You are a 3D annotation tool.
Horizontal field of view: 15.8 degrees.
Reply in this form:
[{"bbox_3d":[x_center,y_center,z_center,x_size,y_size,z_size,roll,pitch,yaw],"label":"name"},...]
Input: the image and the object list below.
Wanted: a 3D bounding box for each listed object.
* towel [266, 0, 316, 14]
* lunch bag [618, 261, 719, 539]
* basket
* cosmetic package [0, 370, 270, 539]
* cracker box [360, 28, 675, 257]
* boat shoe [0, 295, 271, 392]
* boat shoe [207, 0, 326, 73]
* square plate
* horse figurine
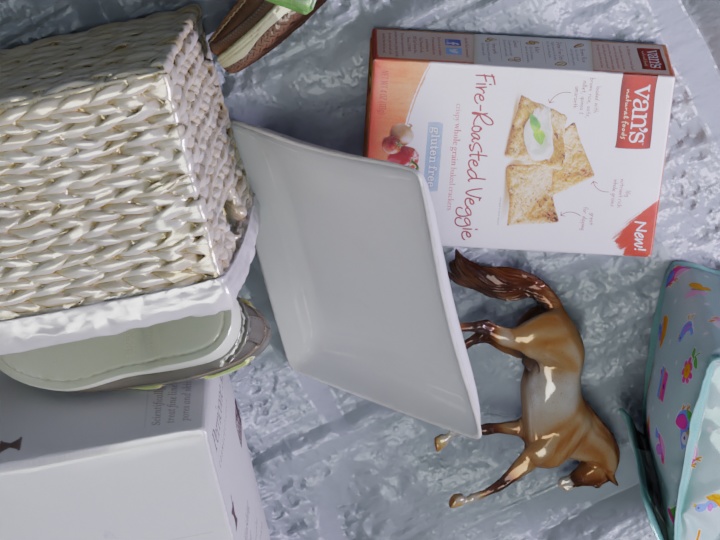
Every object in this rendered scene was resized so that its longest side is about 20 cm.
[{"bbox_3d":[-0.057,-0.270,1.568,0.148,0.031,0.201,22,93,18],"label":"towel"},{"bbox_3d":[0.245,0.118,1.753,0.121,0.171,0.201,9,114,-7],"label":"lunch bag"},{"bbox_3d":[-0.181,-0.057,1.643,0.199,0.198,0.162,-13,107,7],"label":"basket"},{"bbox_3d":[-0.160,0.164,1.777,0.164,0.165,0.201,-10,118,4],"label":"cosmetic package"},{"bbox_3d":[0.101,-0.084,1.713,0.199,0.058,0.135,2,118,-2],"label":"cracker box"},{"bbox_3d":[-0.153,0.046,1.711,0.201,0.073,0.060,-6,165,31],"label":"boat shoe"},{"bbox_3d":[-0.033,-0.216,1.644,0.202,0.075,0.075,-44,90,13],"label":"boat shoe"},{"bbox_3d":[0.000,0.000,1.708,0.028,0.199,0.199,-31,121,-32],"label":"square plate"},{"bbox_3d":[0.113,0.079,1.797,0.132,0.050,0.201,-12,111,-8],"label":"horse figurine"}]
